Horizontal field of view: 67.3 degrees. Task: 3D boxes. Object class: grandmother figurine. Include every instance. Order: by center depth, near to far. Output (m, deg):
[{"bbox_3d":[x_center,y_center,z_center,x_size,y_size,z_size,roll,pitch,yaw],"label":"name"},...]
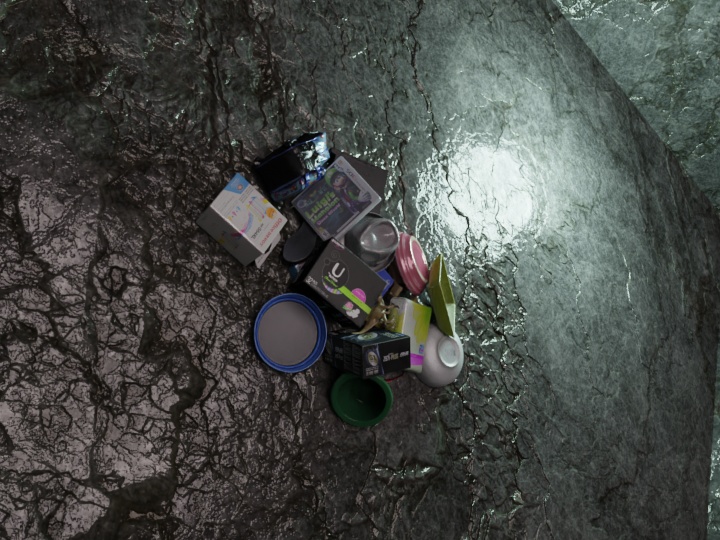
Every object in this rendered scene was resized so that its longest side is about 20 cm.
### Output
[{"bbox_3d":[0.102,-0.040,1.696,0.120,0.060,0.205,8,68,-55],"label":"grandmother figurine"}]

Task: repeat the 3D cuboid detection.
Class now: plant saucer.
[{"bbox_3d":[0.164,-0.026,1.677,0.201,0.050,0.204,52,27,-42],"label":"plant saucer"},{"bbox_3d":[0.254,0.079,1.704,0.201,0.047,0.204,-71,146,-60],"label":"plant saucer"}]

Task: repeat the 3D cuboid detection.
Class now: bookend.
[{"bbox_3d":[-0.035,-0.230,1.631,0.195,0.092,0.205,17,75,-20],"label":"bookend"}]

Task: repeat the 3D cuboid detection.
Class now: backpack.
[{"bbox_3d":[-0.170,-0.302,1.513,0.200,0.180,0.137,-42,110,-47],"label":"backpack"}]

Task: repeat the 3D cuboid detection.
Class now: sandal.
[{"bbox_3d":[-0.157,-0.087,1.528,0.075,0.043,0.202,27,51,2],"label":"sandal"}]

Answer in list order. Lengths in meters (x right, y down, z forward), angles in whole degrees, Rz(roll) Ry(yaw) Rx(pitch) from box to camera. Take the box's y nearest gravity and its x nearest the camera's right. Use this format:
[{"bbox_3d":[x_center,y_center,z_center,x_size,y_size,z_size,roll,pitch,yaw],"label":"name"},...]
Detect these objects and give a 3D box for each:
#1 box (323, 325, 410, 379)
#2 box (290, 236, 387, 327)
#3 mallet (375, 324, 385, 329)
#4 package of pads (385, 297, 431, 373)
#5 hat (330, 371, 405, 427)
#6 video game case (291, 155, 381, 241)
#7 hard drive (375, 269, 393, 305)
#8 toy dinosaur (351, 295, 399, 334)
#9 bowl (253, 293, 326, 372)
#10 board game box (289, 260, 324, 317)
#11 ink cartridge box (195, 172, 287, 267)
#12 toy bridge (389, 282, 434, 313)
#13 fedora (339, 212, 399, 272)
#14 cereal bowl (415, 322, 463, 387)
[{"bbox_3d":[0.015,0.214,1.462,0.161,0.198,0.088,-6,98,-34],"label":"box"},{"bbox_3d":[-0.059,0.037,1.451,0.199,0.124,0.150,39,70,-15],"label":"box"},{"bbox_3d":[0.034,0.143,1.607,0.199,0.041,0.067,37,60,-17],"label":"mallet"},{"bbox_3d":[0.134,0.190,1.595,0.153,0.067,0.205,22,75,-50],"label":"package of pads"},{"bbox_3d":[0.011,0.328,1.538,0.199,0.166,0.176,40,13,-12],"label":"hat"},{"bbox_3d":[-0.071,-0.196,1.528,0.199,0.023,0.182,-42,71,-1],"label":"video game case"},{"bbox_3d":[0.000,0.000,1.578,0.201,0.025,0.132,50,55,-13],"label":"hard drive"},{"bbox_3d":[0.048,0.133,1.504,0.201,0.099,0.059,-60,156,-45],"label":"toy dinosaur"},{"bbox_3d":[-0.186,0.164,1.421,0.196,0.039,0.206,4,80,-22],"label":"bowl"},{"bbox_3d":[-0.090,0.029,1.548,0.198,0.040,0.156,-22,90,-37],"label":"board game box"},{"bbox_3d":[-0.296,-0.120,1.395,0.200,0.124,0.130,42,57,-17],"label":"ink cartridge box"},{"bbox_3d":[0.152,0.106,1.680,0.199,0.027,0.068,31,97,-40],"label":"toy bridge"},{"bbox_3d":[0.034,-0.084,1.535,0.196,0.090,0.181,-11,87,-28],"label":"fedora"},{"bbox_3d":[0.252,0.259,1.696,0.196,0.083,0.205,11,70,-31],"label":"cereal bowl"}]
